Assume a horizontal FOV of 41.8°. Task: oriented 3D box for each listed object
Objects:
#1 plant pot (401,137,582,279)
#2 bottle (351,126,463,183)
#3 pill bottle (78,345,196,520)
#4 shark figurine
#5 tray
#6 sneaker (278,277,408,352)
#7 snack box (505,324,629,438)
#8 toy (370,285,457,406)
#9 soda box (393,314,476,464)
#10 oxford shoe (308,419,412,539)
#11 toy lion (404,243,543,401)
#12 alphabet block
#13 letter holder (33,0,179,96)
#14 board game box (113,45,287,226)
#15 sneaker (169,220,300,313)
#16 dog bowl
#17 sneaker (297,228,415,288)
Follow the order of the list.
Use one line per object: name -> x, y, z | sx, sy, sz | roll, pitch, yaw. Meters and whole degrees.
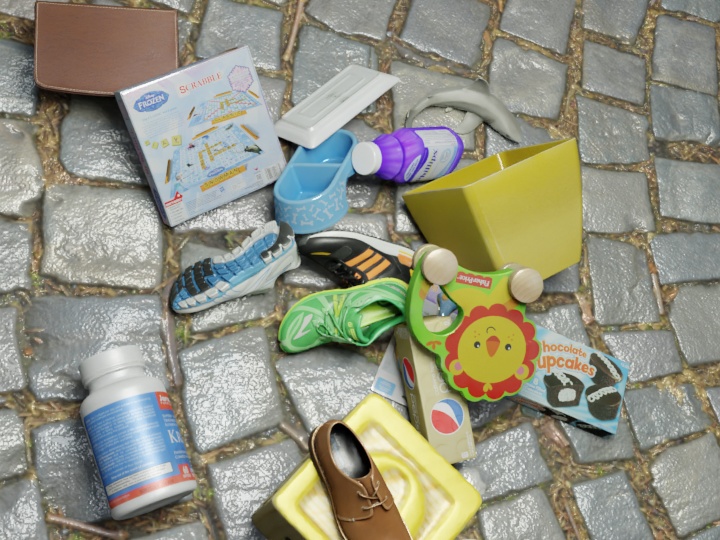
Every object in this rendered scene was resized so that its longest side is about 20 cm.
plant pot -> 0.213, -0.070, 1.390 | 0.199, 0.200, 0.177 | -25, 100, -22
bottle -> 0.070, -0.172, 1.412 | 0.199, 0.084, 0.065 | -11, 49, -47
pill bottle -> -0.289, 0.202, 1.196 | 0.112, 0.112, 0.201 | -17, 76, -20
shark figurine -> 0.161, -0.276, 1.514 | 0.213, 0.090, 0.129 | 0, 69, -17
tray -> -0.042, -0.262, 1.453 | 0.107, 0.022, 0.200 | 27, 58, 39
sneaker -> -0.023, 0.066, 1.307 | 0.199, 0.084, 0.074 | -20, 114, 5
snack box -> 0.298, 0.159, 1.412 | 0.199, 0.037, 0.117 | 22, 65, -6
toy -> 0.106, 0.104, 1.375 | 0.115, 0.047, 0.201 | 25, 65, -3
soda box -> 0.103, 0.165, 1.309 | 0.067, 0.064, 0.201 | -11, 93, -17
oxford shoe -> 0.005, 0.259, 1.059 | 0.071, 0.071, 0.201 | -28, 81, -24
toy lion -> 0.152, 0.077, 1.264 | 0.199, 0.069, 0.193 | 12, 95, -14
alphabet block -> 0.002, 0.302, 1.189 | 0.196, 0.200, 0.195 | 42, 65, 3
letter holder -> -0.367, -0.297, 1.371 | 0.199, 0.101, 0.143 | -1, 72, -15
board game box -> -0.222, -0.193, 1.347 | 0.199, 0.041, 0.200 | -26, 112, -23
sneaker -> -0.170, 0.015, 1.323 | 0.199, 0.087, 0.075 | -27, 49, -1
dog bowl -> -0.060, -0.136, 1.373 | 0.111, 0.050, 0.200 | 4, 43, 23
sneaker -> 0.000, 0.000, 1.352 | 0.199, 0.070, 0.091 | 12, 71, -34
